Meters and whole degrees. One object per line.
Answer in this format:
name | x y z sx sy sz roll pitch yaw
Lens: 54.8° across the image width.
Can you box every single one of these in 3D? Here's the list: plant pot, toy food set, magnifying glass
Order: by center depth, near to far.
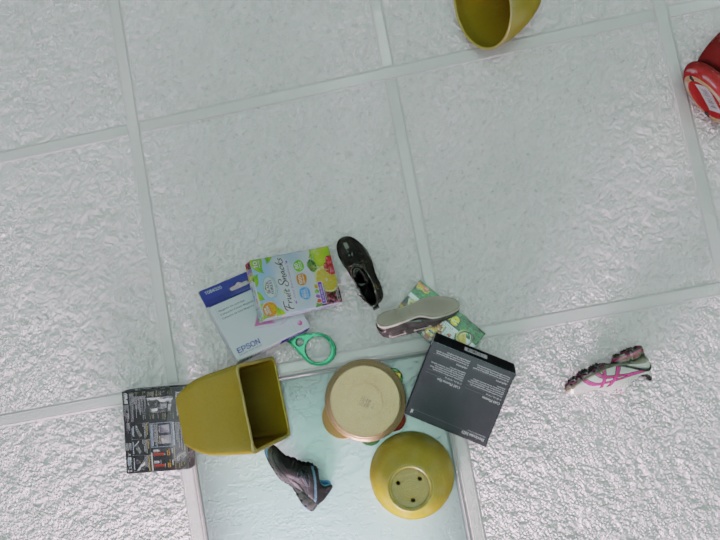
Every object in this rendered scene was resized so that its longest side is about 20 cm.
plant pot | 0.839 -0.438 1.543 0.182 0.200 0.201 -38 83 10
plant pot | 0.113 0.474 1.568 0.200 0.142 0.201 -1 85 6
plant pot | -0.306 0.323 1.605 0.200 0.194 0.196 -15 84 18
plant pot | 0.335 -0.632 1.616 0.142 0.200 0.200 -24 83 -23
toy food set | 0.013 0.310 1.638 0.197 0.049 0.200 9 86 6
magnifying glass | -0.154 0.170 1.681 0.200 0.022 0.080 20 88 5

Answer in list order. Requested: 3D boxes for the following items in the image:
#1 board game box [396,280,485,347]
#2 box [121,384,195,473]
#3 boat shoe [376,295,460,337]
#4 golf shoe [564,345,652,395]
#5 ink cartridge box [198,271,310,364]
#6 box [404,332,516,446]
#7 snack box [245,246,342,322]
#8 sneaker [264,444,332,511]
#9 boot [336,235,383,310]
board game box | 0.186 0.125 1.648 0.200 0.023 0.105 39 88 7
box | -0.489 0.382 1.681 0.157 0.050 0.201 -6 85 5
boat shoe | 0.135 0.110 1.623 0.200 0.057 0.067 -13 49 2
golf shoe | 0.565 0.247 1.575 0.200 0.073 0.092 -24 85 3
ink cartridge box | -0.249 0.092 1.633 0.196 0.043 0.200 -25 78 -26
box | 0.225 0.267 1.577 0.200 0.104 0.182 22 98 7
snack box | -0.155 0.031 1.629 0.200 0.053 0.143 -11 81 -24
sneaker | -0.147 0.465 1.616 0.082 0.073 0.200 -40 112 -7
boot | 0.000 0.000 1.599 0.069 0.174 0.200 -30 84 3
